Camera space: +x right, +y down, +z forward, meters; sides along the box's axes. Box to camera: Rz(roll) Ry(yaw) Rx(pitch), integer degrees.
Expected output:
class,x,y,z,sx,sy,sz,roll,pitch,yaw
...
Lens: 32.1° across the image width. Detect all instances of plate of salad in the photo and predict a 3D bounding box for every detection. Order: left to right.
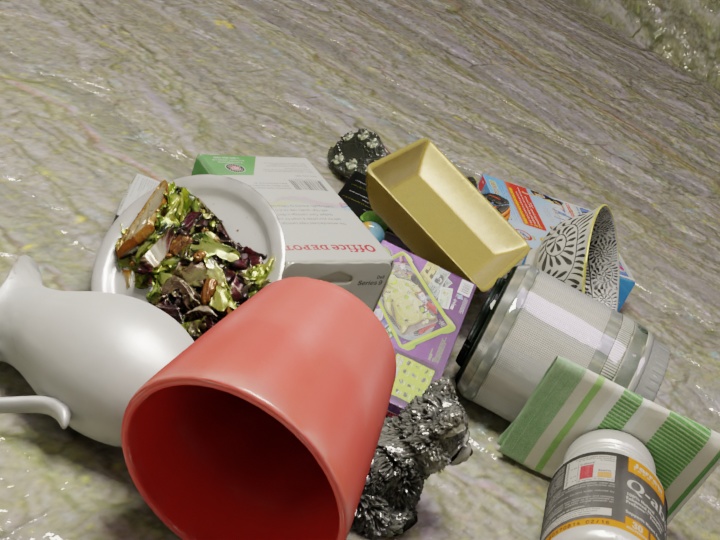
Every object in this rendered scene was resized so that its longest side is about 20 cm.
class,x,y,z,sx,sy,sz,roll,pitch,yaw
plate of salad,-0.169,-0.008,1.191,0.200,0.200,0.048,40,-11,28

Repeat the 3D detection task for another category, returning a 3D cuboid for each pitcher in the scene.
class,x,y,z,sx,sy,sz,roll,pitch,yaw
pitcher,-0.247,0.085,1.052,0.198,0.122,0.172,22,46,17

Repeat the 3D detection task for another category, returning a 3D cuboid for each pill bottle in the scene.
class,x,y,z,sx,sy,sz,roll,pitch,yaw
pill bottle,0.227,0.238,1.167,0.115,0.117,0.200,26,27,2

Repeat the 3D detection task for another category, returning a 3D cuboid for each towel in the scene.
class,x,y,z,sx,sy,sz,roll,pitch,yaw
towel,0.255,0.176,1.266,0.198,0.153,0.024,26,39,-2

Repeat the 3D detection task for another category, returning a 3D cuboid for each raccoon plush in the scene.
class,x,y,z,sx,sy,sz,roll,pitch,yaw
raccoon plush,0.007,0.157,1.098,0.198,0.135,0.097,6,33,-34

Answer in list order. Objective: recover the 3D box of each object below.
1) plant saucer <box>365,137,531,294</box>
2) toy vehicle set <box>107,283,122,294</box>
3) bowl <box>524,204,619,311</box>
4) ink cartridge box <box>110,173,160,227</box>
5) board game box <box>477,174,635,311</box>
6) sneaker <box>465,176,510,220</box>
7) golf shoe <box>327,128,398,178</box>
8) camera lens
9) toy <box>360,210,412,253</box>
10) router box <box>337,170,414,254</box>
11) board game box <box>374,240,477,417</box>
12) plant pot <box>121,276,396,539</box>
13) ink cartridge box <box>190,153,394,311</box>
class,x,y,z,sx,sy,sz,roll,pitch,yaw
plant saucer,0.099,-0.059,1.517,0.200,0.048,0.200,47,29,5
toy vehicle set,-0.141,0.062,1.241,0.199,0.027,0.124,37,38,21
bowl,0.257,0.019,1.555,0.093,0.204,0.201,2,18,23
ink cartridge box,-0.172,-0.030,1.376,0.198,0.051,0.109,22,27,-9
board game box,0.266,-0.040,1.767,0.193,0.056,0.201,16,28,-17
sneaker,0.142,-0.074,1.713,0.074,0.079,0.200,-12,22,-14
golf shoe,0.027,-0.130,1.722,0.199,0.077,0.088,33,-18,48
camera lens,0.212,0.100,1.351,0.198,0.161,0.160,28,26,5
toy,0.000,0.000,1.423,0.114,0.047,0.201,22,40,-5
router box,0.052,-0.039,1.584,0.198,0.051,0.149,27,28,3
board game box,0.042,0.065,1.335,0.119,0.032,0.201,28,49,-1
plant pot,-0.066,0.112,1.003,0.199,0.202,0.178,28,41,5
ink cartridge box,-0.079,-0.033,1.303,0.144,0.088,0.200,-1,35,-37
